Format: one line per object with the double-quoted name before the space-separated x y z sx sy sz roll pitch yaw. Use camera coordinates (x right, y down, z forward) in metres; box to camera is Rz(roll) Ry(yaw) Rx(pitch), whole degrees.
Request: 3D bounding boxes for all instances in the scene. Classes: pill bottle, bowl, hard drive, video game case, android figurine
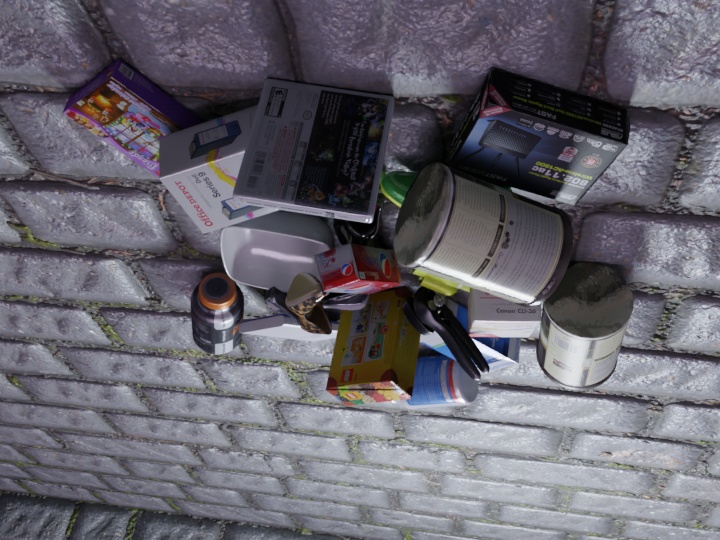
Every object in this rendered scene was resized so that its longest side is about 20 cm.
"pill bottle" -0.286 0.082 1.662 0.106 0.106 0.200 12 149 -3
"bowl" -0.139 -0.040 1.448 0.199 0.075 0.200 9 149 1
"hard drive" -0.125 0.116 1.672 0.132 0.025 0.200 -12 163 40
"video game case" -0.058 -0.162 1.100 0.181 0.200 0.023 9 151 3
"pill bottle" 0.142 0.239 1.780 0.200 0.112 0.112 -9 144 29
"android figurine" 0.169 -0.012 1.432 0.200 0.041 0.182 20 148 -12

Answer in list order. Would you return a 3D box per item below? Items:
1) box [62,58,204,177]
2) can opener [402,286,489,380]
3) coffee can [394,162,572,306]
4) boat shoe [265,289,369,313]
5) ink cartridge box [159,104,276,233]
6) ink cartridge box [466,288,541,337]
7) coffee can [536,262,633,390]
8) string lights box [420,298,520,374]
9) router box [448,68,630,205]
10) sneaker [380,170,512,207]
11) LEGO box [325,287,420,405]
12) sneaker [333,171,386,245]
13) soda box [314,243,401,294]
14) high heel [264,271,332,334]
"box" -0.323 -0.217 1.248 0.137 0.039 0.200 -19 138 40
"can opener" 0.163 0.112 1.506 0.200 0.063 0.079 46 151 8
"coffee can" 0.167 -0.047 1.146 0.200 0.147 0.146 18 149 -20
"boat shoe" -0.085 0.038 1.562 0.199 0.072 0.068 2 150 10
"ink cartridge box" -0.174 -0.150 1.218 0.200 0.088 0.145 -15 144 10
"ink cartridge box" 0.249 0.068 1.447 0.116 0.068 0.200 -1 165 4
"coffee can" 0.385 0.100 1.443 0.146 0.147 0.200 4 148 10
"string lights box" 0.209 0.134 1.639 0.200 0.059 0.103 29 145 -27
"router box" 0.236 -0.175 1.121 0.200 0.062 0.150 15 150 -7
"sneaker" 0.129 -0.129 1.234 0.199 0.074 0.084 7 135 -3
"LEGO box" 0.030 0.144 1.574 0.149 0.200 0.077 -12 142 33
"sneaker" -0.007 -0.083 1.326 0.077 0.084 0.200 12 149 -1
"soda box" 0.000 0.000 1.385 0.070 0.064 0.200 -19 170 21
"high heel" -0.070 0.067 1.452 0.142 0.072 0.200 34 160 -23
